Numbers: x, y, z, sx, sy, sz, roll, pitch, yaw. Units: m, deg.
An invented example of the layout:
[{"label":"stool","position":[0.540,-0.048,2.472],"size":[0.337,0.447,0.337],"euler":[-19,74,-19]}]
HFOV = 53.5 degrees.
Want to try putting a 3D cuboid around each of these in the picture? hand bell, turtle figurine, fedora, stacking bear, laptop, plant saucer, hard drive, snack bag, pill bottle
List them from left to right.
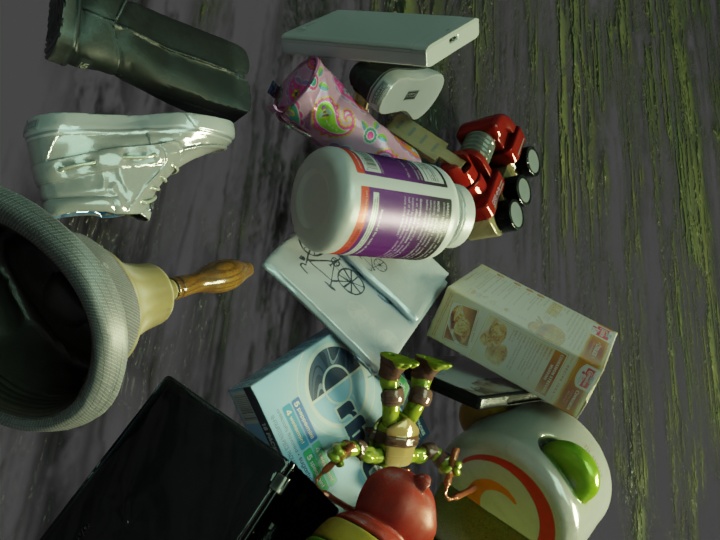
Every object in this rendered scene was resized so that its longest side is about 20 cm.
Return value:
[{"label":"fedora","position":[-0.245,0.021,0.533],"size":[0.200,0.177,0.090],"euler":[31,20,5]},{"label":"hand bell","position":[-0.170,0.015,0.666],"size":[0.200,0.104,0.105],"euler":[-17,90,-59]},{"label":"laptop","position":[-0.141,0.234,0.626],"size":[0.188,0.116,0.200],"euler":[-55,145,-21]},{"label":"stacking bear","position":[-0.001,0.268,0.642],"size":[0.114,0.121,0.200],"euler":[42,60,-4]},{"label":"snack bag","position":[0.000,0.000,0.819],"size":[0.189,0.021,0.200],"euler":[44,44,-3]},{"label":"hard drive","position":[0.023,-0.281,0.856],"size":[0.132,0.199,0.026],"euler":[-42,137,-43]},{"label":"pill bottle","position":[0.030,-0.069,0.795],"size":[0.199,0.112,0.113],"euler":[4,74,-36]},{"label":"turtle figurine","position":[0.049,0.171,0.756],"size":[0.199,0.064,0.162],"euler":[11,93,-25]},{"label":"plant saucer","position":[0.135,0.355,0.767],"size":[0.048,0.200,0.201],"euler":[-16,98,-20]}]

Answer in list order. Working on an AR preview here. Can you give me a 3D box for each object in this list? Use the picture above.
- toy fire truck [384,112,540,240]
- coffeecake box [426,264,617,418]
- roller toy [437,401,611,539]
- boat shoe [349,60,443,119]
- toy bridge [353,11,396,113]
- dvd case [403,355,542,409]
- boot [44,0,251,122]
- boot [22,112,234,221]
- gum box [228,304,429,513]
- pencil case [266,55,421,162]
[{"label":"toy fire truck","position":[0.144,-0.163,1.003],"size":[0.200,0.128,0.176],"euler":[53,46,-32]},{"label":"coffeecake box","position":[0.206,0.080,0.895],"size":[0.153,0.200,0.073],"euler":[-23,138,-63]},{"label":"roller toy","position":[0.197,0.256,0.864],"size":[0.140,0.199,0.183],"euler":[-21,118,-47]},{"label":"boat shoe","position":[0.050,-0.234,0.896],"size":[0.057,0.069,0.200],"euler":[39,23,13]},{"label":"toy bridge","position":[0.021,-0.275,0.940],"size":[0.067,0.027,0.201],"euler":[82,22,-58]},{"label":"dvd case","position":[0.153,0.134,0.890],"size":[0.200,0.142,0.018],"euler":[4,99,-44]},{"label":"boot","position":[-0.199,-0.250,0.713],"size":[0.199,0.066,0.166],"euler":[12,78,-39]},{"label":"boot","position":[-0.204,-0.093,0.668],"size":[0.199,0.073,0.096],"euler":[-10,90,-37]},{"label":"gum box","position":[-0.025,0.155,0.774],"size":[0.200,0.044,0.170],"euler":[-31,100,-44]},{"label":"pencil case","position":[-0.016,-0.164,0.858],"size":[0.200,0.087,0.088],"euler":[37,54,-31]}]
